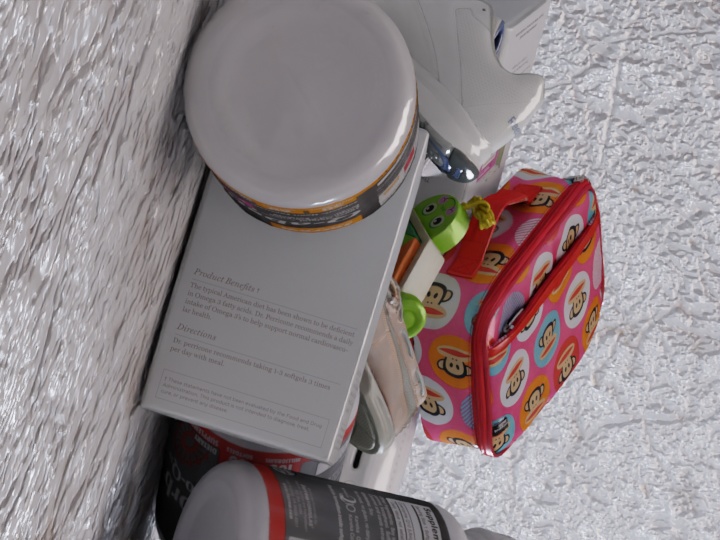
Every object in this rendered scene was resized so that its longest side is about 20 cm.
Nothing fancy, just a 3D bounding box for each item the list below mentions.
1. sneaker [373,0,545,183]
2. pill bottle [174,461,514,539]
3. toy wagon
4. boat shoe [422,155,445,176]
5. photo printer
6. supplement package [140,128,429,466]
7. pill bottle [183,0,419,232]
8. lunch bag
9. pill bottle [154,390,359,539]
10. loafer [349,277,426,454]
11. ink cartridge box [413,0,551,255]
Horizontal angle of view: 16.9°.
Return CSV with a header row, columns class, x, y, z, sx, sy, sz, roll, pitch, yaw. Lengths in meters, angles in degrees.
class,x,y,z,sx,sy,sz,roll,pitch,yaw
sneaker,0.038,-0.147,1.502,0.087,0.200,0.075,-35,160,-6
pill bottle,-0.005,0.188,1.454,0.116,0.200,0.116,-40,-137,50
toy wagon,0.000,0.000,1.684,0.200,0.040,0.155,-34,-147,5
boat shoe,0.018,-0.153,1.582,0.076,0.074,0.200,125,-41,-53
photo printer,0.000,0.142,1.825,0.200,0.069,0.167,100,7,-67
supplement package,-0.042,0.003,1.421,0.117,0.117,0.200,72,36,-84
pill bottle,-0.027,-0.080,1.264,0.200,0.116,0.117,67,39,-84
lunch bag,0.108,0.018,1.775,0.200,0.082,0.176,-50,145,-41
pill bottle,-0.072,0.136,1.577,0.116,0.116,0.200,-70,175,-49
loafer,0.000,0.030,1.573,0.063,0.072,0.200,-38,136,-28
ink cartridge box,0.037,-0.126,1.755,0.085,0.144,0.200,-40,150,-55
